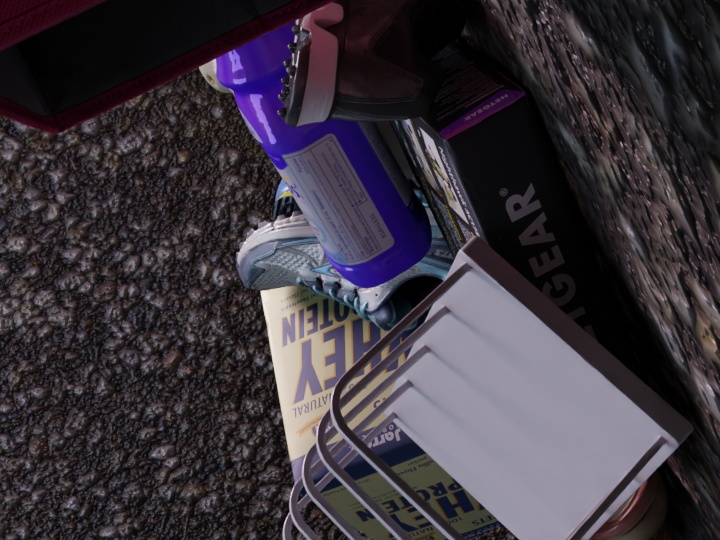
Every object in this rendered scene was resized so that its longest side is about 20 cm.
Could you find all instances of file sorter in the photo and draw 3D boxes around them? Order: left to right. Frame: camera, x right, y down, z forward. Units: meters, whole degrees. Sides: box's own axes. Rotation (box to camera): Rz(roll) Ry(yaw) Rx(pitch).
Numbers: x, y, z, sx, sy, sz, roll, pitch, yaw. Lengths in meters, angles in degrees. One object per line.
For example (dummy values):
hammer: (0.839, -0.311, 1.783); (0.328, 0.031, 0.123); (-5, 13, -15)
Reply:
file sorter: (0.048, 0.110, 0.759); (0.139, 0.124, 0.200); (42, 153, 12)

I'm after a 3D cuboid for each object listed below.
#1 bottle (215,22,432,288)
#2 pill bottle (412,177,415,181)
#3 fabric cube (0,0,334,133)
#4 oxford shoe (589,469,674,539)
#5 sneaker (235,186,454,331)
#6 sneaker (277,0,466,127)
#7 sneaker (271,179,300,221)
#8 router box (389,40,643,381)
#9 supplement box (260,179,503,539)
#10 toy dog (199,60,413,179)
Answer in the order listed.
bottle: (-0.029, -0.085, 0.835); (0.200, 0.065, 0.084); (59, 180, -31)
pill bottle: (-0.013, -0.117, 1.223); (0.113, 0.112, 0.200); (63, 178, -24)
fabric cube: (-0.076, -0.182, 0.497); (0.196, 0.199, 0.200); (-153, 37, -89)
oxford shoe: (0.169, 0.153, 0.912); (0.074, 0.071, 0.200); (37, 176, 5)
sneaker: (0.000, 0.000, 0.987); (0.077, 0.199, 0.087); (10, -108, -56)
sneaker: (0.008, -0.144, 0.754); (0.067, 0.090, 0.201); (106, 169, -48)
sneaker: (0.022, -0.043, 1.315); (0.079, 0.199, 0.066); (-64, -3, -45)
router box: (0.079, -0.020, 0.799); (0.201, 0.051, 0.149); (63, 177, -27)
supplement box: (0.036, 0.080, 1.097); (0.200, 0.134, 0.201); (44, -151, -54)
toy dog: (-0.030, -0.121, 0.976); (0.200, 0.139, 0.195); (-131, 32, -50)
